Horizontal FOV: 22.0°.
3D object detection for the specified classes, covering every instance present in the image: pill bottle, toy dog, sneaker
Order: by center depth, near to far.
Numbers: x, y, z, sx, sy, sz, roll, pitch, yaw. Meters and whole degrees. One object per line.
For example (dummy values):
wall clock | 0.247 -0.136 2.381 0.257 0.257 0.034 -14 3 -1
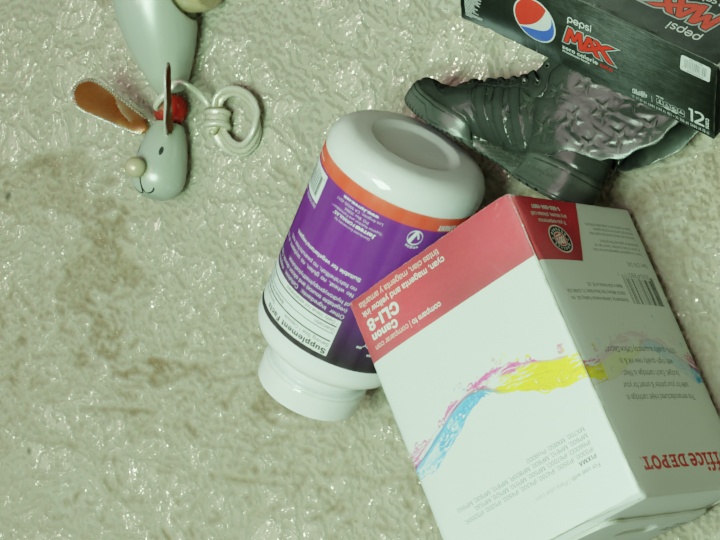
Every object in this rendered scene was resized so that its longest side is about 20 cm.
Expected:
sneaker | 0.124 -0.109 1.214 0.199 0.060 0.105 36 101 36
pill bottle | 0.000 0.000 1.258 0.112 0.112 0.201 41 122 32
toy dog | -0.164 -0.163 1.413 0.131 0.096 0.202 -25 73 34

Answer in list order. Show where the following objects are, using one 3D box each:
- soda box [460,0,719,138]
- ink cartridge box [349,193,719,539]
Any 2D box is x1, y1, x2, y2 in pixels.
soda box | 0.157 -0.162 1.152 0.199 0.071 0.064 31 151 29
ink cartridge box | 0.117 0.078 1.150 0.144 0.145 0.201 -34 67 31
